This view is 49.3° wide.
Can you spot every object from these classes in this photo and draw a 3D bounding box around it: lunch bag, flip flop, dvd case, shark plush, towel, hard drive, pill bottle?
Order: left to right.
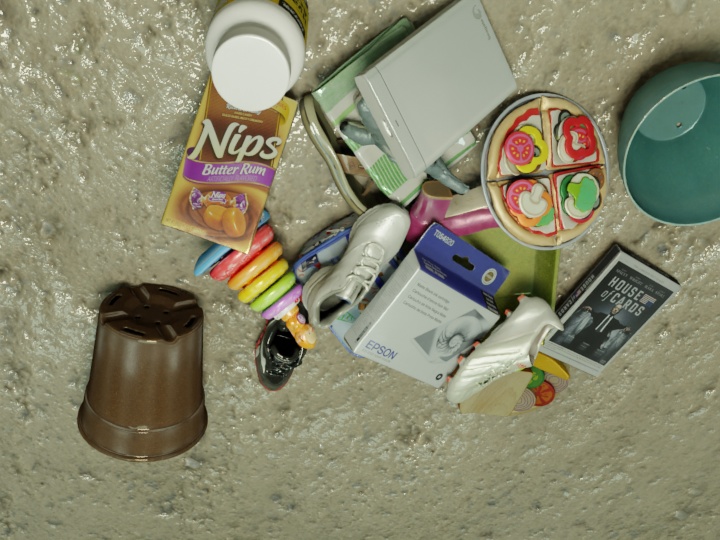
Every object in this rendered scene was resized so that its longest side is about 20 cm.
[{"bbox_3d":[-0.114,-0.258,0.873,0.109,0.201,0.113,-1,127,-1],"label":"pill bottle"},{"bbox_3d":[-0.015,-0.149,1.038,0.057,0.081,0.201,-26,117,9],"label":"flip flop"},{"bbox_3d":[0.005,0.017,1.133,0.159,0.076,0.201,-27,110,24],"label":"lunch bag"},{"bbox_3d":[0.051,-0.194,1.001,0.152,0.023,0.201,-40,120,-3],"label":"towel"},{"bbox_3d":[0.055,-0.147,0.962,0.091,0.083,0.201,-40,119,-1],"label":"shark plush"},{"bbox_3d":[0.095,-0.220,0.922,0.027,0.200,0.133,4,131,55],"label":"hard drive"},{"bbox_3d":[0.378,0.067,1.208,0.149,0.025,0.201,23,117,-28],"label":"dvd case"}]

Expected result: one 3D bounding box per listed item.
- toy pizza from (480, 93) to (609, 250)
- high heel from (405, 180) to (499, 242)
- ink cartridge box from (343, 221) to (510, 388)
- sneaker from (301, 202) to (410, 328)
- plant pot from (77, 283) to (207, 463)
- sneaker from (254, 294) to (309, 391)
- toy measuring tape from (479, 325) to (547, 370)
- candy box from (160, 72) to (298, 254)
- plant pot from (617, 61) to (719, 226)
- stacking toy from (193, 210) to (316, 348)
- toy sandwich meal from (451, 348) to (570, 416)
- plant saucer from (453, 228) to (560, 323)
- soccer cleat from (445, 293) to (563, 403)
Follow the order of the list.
[{"bbox_3d":[0.246,-0.128,1.015,0.197,0.032,0.204,-1,93,-21],"label":"toy pizza"},{"bbox_3d":[0.160,-0.068,1.063,0.197,0.068,0.097,0,140,-17],"label":"high heel"},{"bbox_3d":[0.105,0.056,1.079,0.198,0.041,0.201,26,106,-42],"label":"ink cartridge box"},{"bbox_3d":[0.000,0.000,1.034,0.074,0.087,0.201,32,108,-20],"label":"sneaker"},{"bbox_3d":[-0.317,0.142,1.175,0.197,0.201,0.201,9,117,-8],"label":"plant pot"},{"bbox_3d":[-0.124,0.125,1.215,0.070,0.099,0.202,11,126,-12],"label":"sneaker"},{"bbox_3d":[0.195,0.130,1.197,0.198,0.074,0.074,-23,124,22],"label":"toy measuring tape"},{"bbox_3d":[-0.163,-0.135,0.987,0.115,0.056,0.203,18,91,-7],"label":"candy box"},{"bbox_3d":[0.410,-0.178,0.987,0.196,0.136,0.203,-1,127,-2],"label":"plant pot"},{"bbox_3d":[-0.124,0.027,1.094,0.109,0.116,0.201,-35,95,24],"label":"stacking toy"},{"bbox_3d":[0.249,0.184,1.285,0.201,0.071,0.208,-1,126,-1],"label":"toy sandwich meal"},{"bbox_3d":[0.190,-0.012,1.156,0.196,0.048,0.202,-4,127,1],"label":"plant saucer"},{"bbox_3d":[0.201,0.124,1.115,0.200,0.078,0.069,-49,155,9],"label":"soccer cleat"}]
